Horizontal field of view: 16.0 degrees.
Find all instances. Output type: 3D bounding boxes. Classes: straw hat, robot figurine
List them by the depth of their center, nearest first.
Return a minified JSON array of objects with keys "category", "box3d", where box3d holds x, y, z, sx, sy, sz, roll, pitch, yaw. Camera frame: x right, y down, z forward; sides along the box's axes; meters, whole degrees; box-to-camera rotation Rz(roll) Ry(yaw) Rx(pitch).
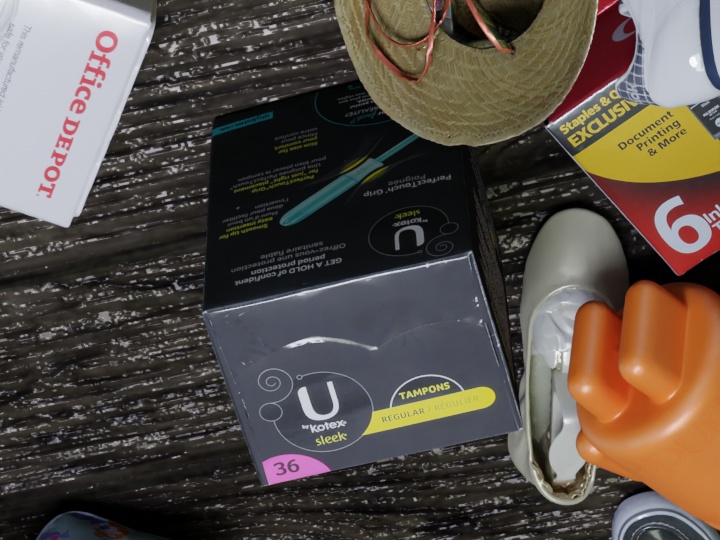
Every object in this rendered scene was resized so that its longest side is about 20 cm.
[{"category":"straw hat","box3d":[0.081,-0.165,1.389,0.085,0.201,0.201,-12,135,-42]},{"category":"robot figurine","box3d":[0.205,0.083,1.504,0.200,0.117,0.144,34,101,-32]}]

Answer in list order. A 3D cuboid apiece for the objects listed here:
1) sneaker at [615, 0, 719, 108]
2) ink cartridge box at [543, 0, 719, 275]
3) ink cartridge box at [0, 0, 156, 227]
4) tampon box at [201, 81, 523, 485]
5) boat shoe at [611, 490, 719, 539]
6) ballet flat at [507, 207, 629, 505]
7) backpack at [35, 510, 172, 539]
[{"category":"sneaker","box3d":[0.167,-0.186,1.352,0.080,0.201,0.076,-6,169,36]},{"category":"ink cartridge box","box3d":[0.203,-0.125,1.428,0.200,0.084,0.176,-35,117,20]},{"category":"ink cartridge box","box3d":[-0.226,-0.129,1.410,0.199,0.084,0.145,18,122,-13]},{"category":"tampon box","box3d":[0.000,0.000,1.436,0.149,0.200,0.126,-13,124,7]},{"category":"boat shoe","box3d":[0.219,0.230,1.686,0.068,0.057,0.200,-19,123,11]},{"category":"ballet flat","box3d":[0.129,0.059,1.562,0.069,0.070,0.200,1,124,-2]},{"category":"backpack","box3d":[-0.146,0.254,1.597,0.200,0.178,0.151,20,128,13]}]
